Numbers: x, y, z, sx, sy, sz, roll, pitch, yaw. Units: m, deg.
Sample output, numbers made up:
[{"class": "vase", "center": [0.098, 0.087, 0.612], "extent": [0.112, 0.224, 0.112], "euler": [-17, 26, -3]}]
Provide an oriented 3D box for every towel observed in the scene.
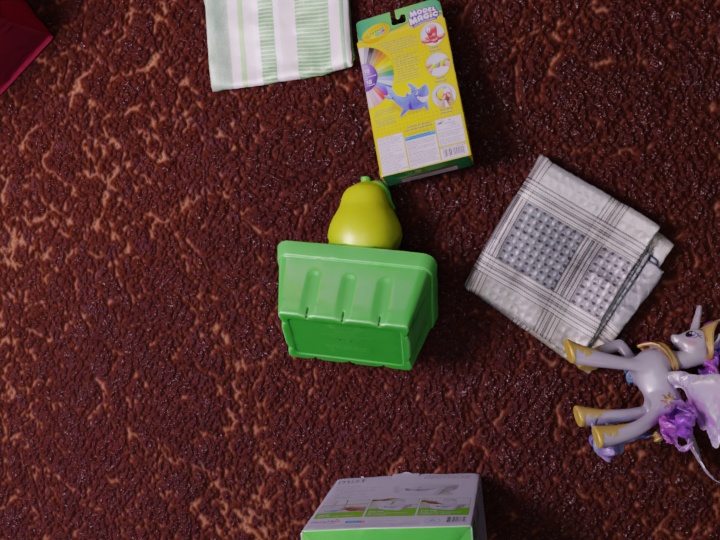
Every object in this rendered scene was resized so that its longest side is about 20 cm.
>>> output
[{"class": "towel", "center": [0.252, -0.006, 0.951], "extent": [0.198, 0.035, 0.195], "euler": [33, 99, 7]}, {"class": "towel", "center": [-0.107, -0.322, 1.010], "extent": [0.195, 0.023, 0.157], "euler": [-4, 94, 12]}]

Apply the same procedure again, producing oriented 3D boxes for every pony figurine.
[{"class": "pony figurine", "center": [0.345, 0.145, 0.886], "extent": [0.195, 0.167, 0.197], "euler": [-11, 65, -4]}]

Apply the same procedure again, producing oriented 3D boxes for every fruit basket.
[{"class": "fruit basket", "center": [0.000, 0.000, 0.970], "extent": [0.210, 0.157, 0.219], "euler": [-3, 51, 4]}]

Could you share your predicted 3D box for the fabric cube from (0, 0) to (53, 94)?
[{"class": "fabric cube", "center": [-0.569, -0.332, 1.015], "extent": [0.195, 0.200, 0.201], "euler": [-39, 87, 10]}]

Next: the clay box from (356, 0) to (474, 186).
[{"class": "clay box", "center": [0.064, -0.217, 0.956], "extent": [0.112, 0.048, 0.205], "euler": [-11, 78, 12]}]

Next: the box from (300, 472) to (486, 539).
[{"class": "box", "center": [0.048, 0.318, 0.942], "extent": [0.195, 0.176, 0.099], "euler": [-6, 92, 11]}]
